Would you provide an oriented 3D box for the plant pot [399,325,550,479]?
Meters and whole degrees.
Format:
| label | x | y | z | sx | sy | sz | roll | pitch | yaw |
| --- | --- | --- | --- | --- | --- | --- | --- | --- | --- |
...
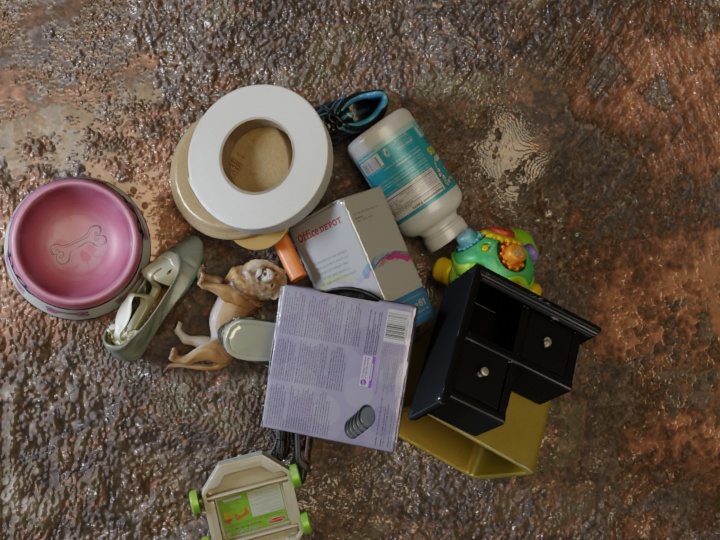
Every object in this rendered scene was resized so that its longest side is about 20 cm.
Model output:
| label | x | y | z | sx | sy | sz | roll | pitch | yaw |
| --- | --- | --- | --- | --- | --- | --- | --- | --- | --- |
| plant pot | 0.160 | 0.161 | 1.340 | 0.193 | 0.195 | 0.201 | 30 | 68 | -10 |

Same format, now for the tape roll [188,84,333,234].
| label | x | y | z | sx | sy | sz | roll | pitch | yaw |
| --- | --- | --- | --- | --- | --- | --- | --- | --- | --- |
| tape roll | -0.137 | -0.151 | 1.271 | 0.200 | 0.037 | 0.206 | -2 | 81 | 9 |

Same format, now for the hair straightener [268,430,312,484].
| label | x | y | z | sx | sy | sz | roll | pitch | yaw |
| --- | --- | --- | --- | --- | --- | --- | --- | --- | --- |
| hair straightener | -0.102 | 0.219 | 1.344 | 0.076 | 0.041 | 0.203 | 7 | 88 | -9 |

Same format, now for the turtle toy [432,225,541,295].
| label | x | y | z | sx | sy | sz | roll | pitch | yaw |
| --- | --- | --- | --- | --- | --- | --- | --- | --- | --- |
| turtle toy | 0.203 | -0.013 | 1.376 | 0.145 | 0.199 | 0.102 | 20 | 100 | 25 |

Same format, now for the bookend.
| label | x | y | z | sx | sy | sz | roll | pitch | yaw |
| --- | --- | --- | --- | --- | --- | --- | --- | --- | --- |
| bookend | 0.188 | 0.130 | 1.206 | 0.197 | 0.092 | 0.202 | 27 | 61 | -12 |

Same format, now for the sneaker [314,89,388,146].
| label | x | y | z | sx | sy | sz | roll | pitch | yaw |
| --- | --- | --- | --- | --- | --- | --- | --- | --- | --- |
| sneaker | -0.049 | -0.216 | 1.370 | 0.199 | 0.082 | 0.074 | -30 | 94 | -14 |

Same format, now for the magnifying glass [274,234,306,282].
| label | x | y | z | sx | sy | sz | roll | pitch | yaw |
| --- | --- | --- | --- | --- | --- | --- | --- | --- | --- |
| magnifying glass | -0.129 | -0.077 | 1.337 | 0.079 | 0.022 | 0.202 | -28 | 75 | 10 |

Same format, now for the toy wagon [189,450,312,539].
| label | x | y | z | sx | sy | sz | roll | pitch | yaw |
| --- | --- | --- | --- | --- | --- | --- | --- | --- | --- |
| toy wagon | -0.147 | 0.357 | 1.303 | 0.153 | 0.040 | 0.202 | -13 | 98 | -6 |

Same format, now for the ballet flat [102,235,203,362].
| label | x | y | z | sx | sy | sz | roll | pitch | yaw |
| --- | --- | --- | --- | --- | --- | --- | --- | --- | --- |
| ballet flat | -0.285 | 0.031 | 1.289 | 0.201 | 0.067 | 0.064 | -60 | 144 | -10 |

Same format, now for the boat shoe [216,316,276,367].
| label | x | y | z | sx | sy | sz | roll | pitch | yaw |
| --- | --- | --- | --- | --- | --- | --- | --- | --- | --- |
| boat shoe | -0.101 | 0.104 | 1.299 | 0.200 | 0.060 | 0.073 | 14 | 87 | -26 |

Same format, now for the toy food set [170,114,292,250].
| label | x | y | z | sx | sy | sz | roll | pitch | yaw |
| --- | --- | --- | --- | --- | --- | --- | --- | --- | --- |
| toy food set | -0.172 | -0.139 | 1.319 | 0.198 | 0.049 | 0.200 | 17 | 84 | 13 |

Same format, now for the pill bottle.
| label | x | y | z | sx | sy | sz | roll | pitch | yaw |
| --- | --- | --- | --- | --- | --- | --- | --- | --- | --- |
| pill bottle | 0.076 | -0.128 | 1.378 | 0.110 | 0.111 | 0.201 | -35 | 95 | -14 |

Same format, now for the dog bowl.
| label | x | y | z | sx | sy | sz | roll | pitch | yaw |
| --- | --- | --- | --- | --- | --- | --- | --- | --- | --- |
| dog bowl | -0.385 | -0.035 | 1.272 | 0.198 | 0.074 | 0.203 | 1 | 84 | -14 |

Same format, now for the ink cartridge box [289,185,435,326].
| label | x | y | z | sx | sy | sz | roll | pitch | yaw |
| --- | --- | --- | --- | --- | --- | --- | --- | --- | --- |
| ink cartridge box | 0.000 | 0.000 | 1.321 | 0.084 | 0.144 | 0.202 | -25 | 92 | -38 |

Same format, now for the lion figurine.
| label | x | y | z | sx | sy | sz | roll | pitch | yaw |
| --- | --- | --- | --- | --- | --- | --- | --- | --- | --- |
| lion figurine | -0.190 | 0.070 | 1.323 | 0.121 | 0.072 | 0.202 | 23 | 94 | -19 |

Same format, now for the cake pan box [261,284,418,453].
| label | x | y | z | sx | sy | sz | roll | pitch | yaw |
| --- | --- | --- | --- | --- | --- | --- | --- | --- | --- |
| cake pan box | -0.026 | 0.122 | 1.226 | 0.182 | 0.052 | 0.203 | 8 | 91 | 6 |
